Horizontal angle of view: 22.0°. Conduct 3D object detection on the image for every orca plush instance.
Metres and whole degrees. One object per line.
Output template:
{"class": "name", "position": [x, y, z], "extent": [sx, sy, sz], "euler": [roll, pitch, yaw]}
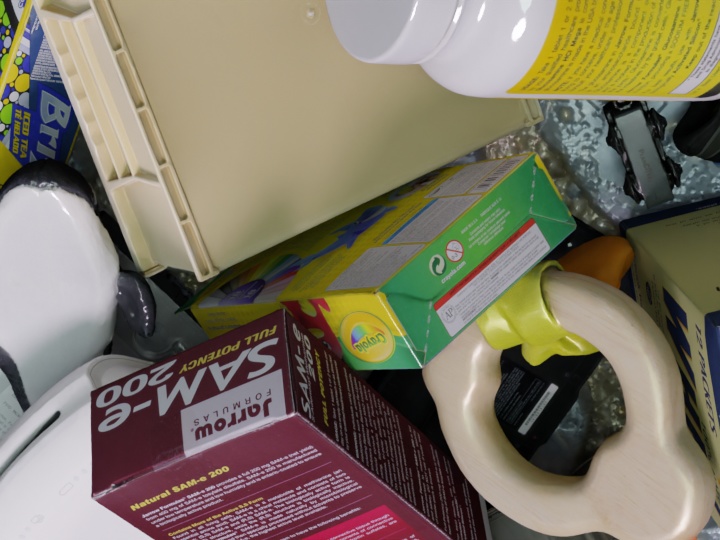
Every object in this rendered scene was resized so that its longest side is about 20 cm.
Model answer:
{"class": "orca plush", "position": [-0.146, 0.017, 0.962], "extent": [0.105, 0.071, 0.200], "euler": [-9, 127, 13]}

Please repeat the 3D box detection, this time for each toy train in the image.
{"class": "toy train", "position": [0.123, -0.128, 0.959], "extent": [0.034, 0.046, 0.200], "euler": [-19, 106, 8]}

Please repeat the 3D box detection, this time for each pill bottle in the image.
{"class": "pill bottle", "position": [0.089, -0.134, 0.843], "extent": [0.199, 0.112, 0.113], "euler": [-2, 110, -31]}

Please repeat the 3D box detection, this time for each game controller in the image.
{"class": "game controller", "position": [0.069, 0.056, 1.025], "extent": [0.104, 0.042, 0.200], "euler": [28, 107, -21]}

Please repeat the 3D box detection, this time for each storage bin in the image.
{"class": "storage bin", "position": [-0.041, -0.123, 0.898], "extent": [0.200, 0.094, 0.199], "euler": [-25, 105, -20]}

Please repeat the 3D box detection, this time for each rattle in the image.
{"class": "rattle", "position": [0.133, 0.086, 0.904], "extent": [0.200, 0.143, 0.130], "euler": [46, 102, 14]}

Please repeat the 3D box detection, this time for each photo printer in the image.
{"class": "photo printer", "position": [-0.108, 0.125, 0.971], "extent": [0.200, 0.070, 0.166], "euler": [17, 124, -39]}

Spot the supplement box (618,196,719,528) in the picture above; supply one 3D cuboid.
{"class": "supplement box", "position": [0.253, 0.038, 0.912], "extent": [0.199, 0.200, 0.135], "euler": [-14, 106, -1]}

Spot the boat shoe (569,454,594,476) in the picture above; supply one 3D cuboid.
{"class": "boat shoe", "position": [0.114, 0.169, 1.041], "extent": [0.200, 0.057, 0.067], "euler": [-42, 101, 13]}

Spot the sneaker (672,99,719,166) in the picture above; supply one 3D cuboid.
{"class": "sneaker", "position": [0.187, -0.146, 0.937], "extent": [0.082, 0.071, 0.200], "euler": [-4, 109, -3]}

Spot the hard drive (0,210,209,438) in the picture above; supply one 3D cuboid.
{"class": "hard drive", "position": [-0.164, 0.084, 1.036], "extent": [0.200, 0.038, 0.140], "euler": [-43, 101, 12]}

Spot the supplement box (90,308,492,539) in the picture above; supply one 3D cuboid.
{"class": "supplement box", "position": [-0.027, 0.105, 0.878], "extent": [0.109, 0.061, 0.200], "euler": [-23, 141, 19]}

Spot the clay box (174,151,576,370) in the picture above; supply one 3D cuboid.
{"class": "clay box", "position": [0.000, 0.000, 0.913], "extent": [0.115, 0.200, 0.048], "euler": [-40, 107, -28]}

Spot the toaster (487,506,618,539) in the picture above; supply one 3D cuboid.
{"class": "toaster", "position": [0.089, 0.196, 0.947], "extent": [0.200, 0.129, 0.114], "euler": [-35, 125, 8]}

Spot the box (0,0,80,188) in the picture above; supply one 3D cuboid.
{"class": "box", "position": [-0.197, -0.064, 0.964], "extent": [0.070, 0.064, 0.200], "euler": [33, 108, 33]}
